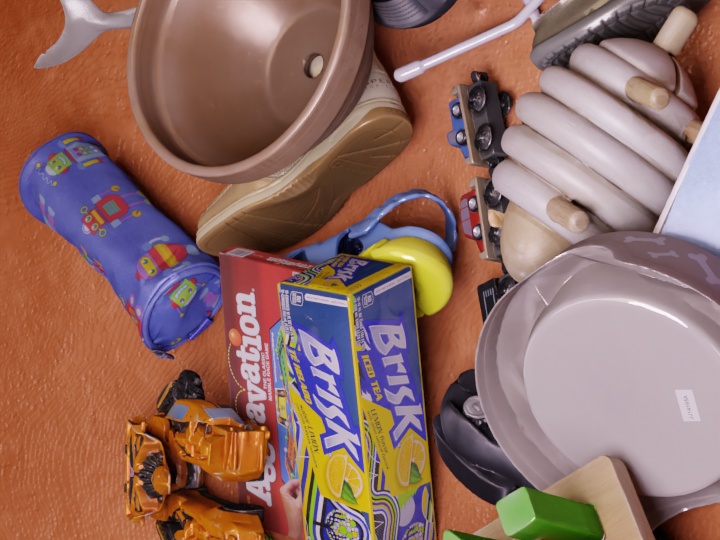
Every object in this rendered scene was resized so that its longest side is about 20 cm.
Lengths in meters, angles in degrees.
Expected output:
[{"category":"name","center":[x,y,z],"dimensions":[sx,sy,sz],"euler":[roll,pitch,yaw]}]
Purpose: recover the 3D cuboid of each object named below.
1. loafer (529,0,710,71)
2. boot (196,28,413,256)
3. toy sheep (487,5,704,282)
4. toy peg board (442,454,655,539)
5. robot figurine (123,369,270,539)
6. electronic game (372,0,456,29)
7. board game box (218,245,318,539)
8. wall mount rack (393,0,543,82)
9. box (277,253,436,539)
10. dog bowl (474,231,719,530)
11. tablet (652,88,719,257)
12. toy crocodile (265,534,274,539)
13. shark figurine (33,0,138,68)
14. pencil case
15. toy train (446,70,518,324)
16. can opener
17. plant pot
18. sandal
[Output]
[{"category":"loafer","center":[0.189,-0.196,1.561],"dimensions":[0.199,0.075,0.070],"euler":[-34,59,18]},{"category":"boot","center":[-0.055,-0.114,1.745],"dimensions":[0.200,0.072,0.156],"euler":[-39,54,36]},{"category":"toy sheep","center":[0.154,-0.076,1.526],"dimensions":[0.138,0.138,0.200],"euler":[38,91,38]},{"category":"toy peg board","center":[0.086,0.236,1.426],"dimensions":[0.199,0.098,0.200],"euler":[-35,60,26]},{"category":"robot figurine","center":[-0.117,0.146,1.705],"dimensions":[0.200,0.058,0.146],"euler":[-173,83,-65]},{"category":"electronic game","center":[0.027,-0.263,1.636],"dimensions":[0.199,0.041,0.202],"euler":[11,103,57]},{"category":"board game box","center":[-0.049,0.089,1.678],"dimensions":[0.102,0.019,0.202],"euler":[13,114,42]},{"category":"wall mount rack","center":[0.077,-0.225,1.657],"dimensions":[0.174,0.074,0.201],"euler":[-46,52,46]},{"category":"box","center":[-0.001,0.096,1.603],"dimensions":[0.064,0.070,0.202],"euler":[9,113,39]},{"category":"dog bowl","center":[0.170,0.065,1.464],"dimensions":[0.199,0.059,0.201],"euler":[15,128,20]},{"category":"tablet","center":[0.276,-0.014,1.439],"dimensions":[0.199,0.014,0.131],"euler":[27,99,17]},{"category":"toy crocodile","center":[-0.064,0.261,1.662],"dimensions":[0.068,0.061,0.201],"euler":[-50,38,33]},{"category":"shark figurine","center":[-0.138,-0.206,1.815],"dimensions":[0.128,0.215,0.090],"euler":[29,143,11]},{"category":"pencil case","center":[-0.175,-0.021,1.820],"dimensions":[0.078,0.087,0.200],"euler":[-38,53,-9]},{"category":"toy train","center":[0.089,-0.037,1.634],"dimensions":[0.046,0.034,0.202],"euler":[-26,65,47]},{"category":"can opener","center":[0.124,0.130,1.563],"dimensions":[0.063,0.079,0.200],"euler":[-40,51,-21]},{"category":"plant pot","center":[-0.056,-0.151,1.646],"dimensions":[0.200,0.092,0.203],"euler":[-12,70,38]},{"category":"sandal","center":[0.000,0.000,1.684],"dimensions":[0.199,0.080,0.087],"euler":[-16,37,43]}]
